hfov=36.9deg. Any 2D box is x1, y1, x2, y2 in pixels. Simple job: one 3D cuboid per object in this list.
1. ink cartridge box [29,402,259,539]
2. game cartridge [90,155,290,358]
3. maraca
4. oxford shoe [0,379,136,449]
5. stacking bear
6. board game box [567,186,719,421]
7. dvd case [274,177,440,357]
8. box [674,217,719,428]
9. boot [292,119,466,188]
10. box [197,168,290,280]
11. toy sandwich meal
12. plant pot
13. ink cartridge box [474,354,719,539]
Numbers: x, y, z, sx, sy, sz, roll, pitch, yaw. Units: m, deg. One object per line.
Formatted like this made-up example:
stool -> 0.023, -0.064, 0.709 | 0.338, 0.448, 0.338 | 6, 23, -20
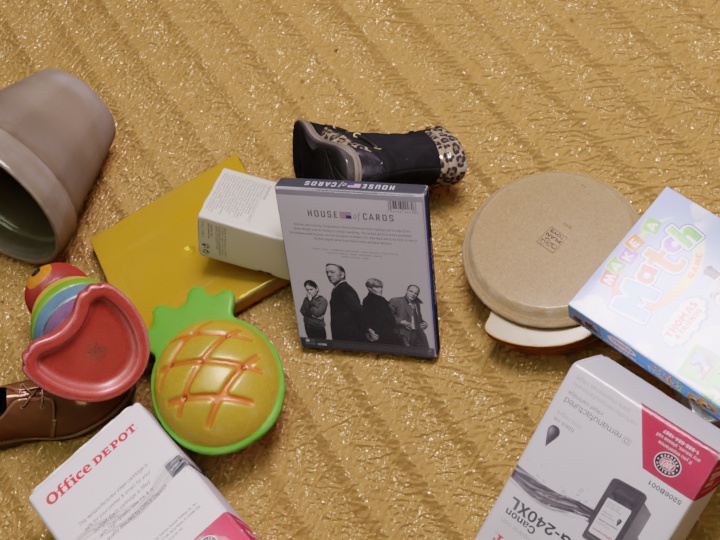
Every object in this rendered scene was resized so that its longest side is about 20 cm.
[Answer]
ink cartridge box -> -0.206, 0.255, 1.062 | 0.145, 0.084, 0.200 | -42, 64, -8
game cartridge -> -0.188, -0.015, 1.223 | 0.200, 0.032, 0.176 | -30, 62, 1
maraca -> -0.155, 0.100, 1.114 | 0.137, 0.107, 0.200 | -26, 57, -9
oxford shoe -> -0.340, 0.143, 1.157 | 0.200, 0.071, 0.071 | -18, 60, 3
stacking bear -> -0.305, 0.051, 1.149 | 0.121, 0.114, 0.200 | -47, 33, -5
board game box -> 0.310, 0.036, 0.958 | 0.200, 0.037, 0.151 | 36, 79, 27
dvd case -> 0.000, 0.000, 1.081 | 0.150, 0.200, 0.025 | 4, 36, 15
box -> 0.345, 0.058, 1.018 | 0.112, 0.101, 0.200 | -11, 63, 9
boot -> 0.014, -0.128, 1.194 | 0.150, 0.073, 0.200 | -6, 15, -20
box -> -0.067, -0.037, 1.148 | 0.200, 0.068, 0.082 | 17, 51, 7
toy sandwich meal -> 0.200, -0.008, 1.108 | 0.205, 0.070, 0.205 | -7, 59, 11
plant pot -> -0.383, -0.136, 1.251 | 0.200, 0.200, 0.174 | 18, 53, 20
ink cartridge box -> 0.212, 0.198, 0.941 | 0.145, 0.083, 0.200 | 33, 107, 26
